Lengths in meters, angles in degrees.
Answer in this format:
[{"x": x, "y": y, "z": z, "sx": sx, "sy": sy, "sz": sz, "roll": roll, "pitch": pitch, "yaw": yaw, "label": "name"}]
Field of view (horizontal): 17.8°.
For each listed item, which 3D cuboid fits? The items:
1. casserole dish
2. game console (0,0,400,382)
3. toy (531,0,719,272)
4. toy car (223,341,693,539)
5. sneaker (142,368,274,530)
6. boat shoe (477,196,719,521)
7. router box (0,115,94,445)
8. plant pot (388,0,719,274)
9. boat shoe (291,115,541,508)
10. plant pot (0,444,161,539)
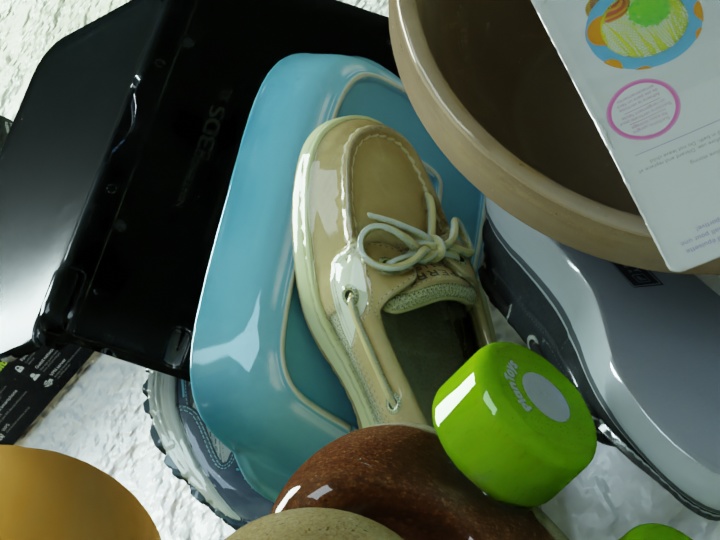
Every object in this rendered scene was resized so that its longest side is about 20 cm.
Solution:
[{"x": 0.000, "y": 0.000, "z": 0.924, "sx": 0.039, "sy": 0.121, "sz": 0.200, "roll": -16, "pitch": 53, "yaw": 47, "label": "casserole dish"}, {"x": -0.084, "y": -0.027, "z": 1.013, "sx": 0.116, "sy": 0.176, "sz": 0.200, "roll": 111, "pitch": 177, "yaw": -59, "label": "game console"}, {"x": 0.119, "y": -0.087, "z": 0.765, "sx": 0.115, "sy": 0.047, "sz": 0.200, "roll": -22, "pitch": 58, "yaw": 0, "label": "toy"}, {"x": 0.000, "y": 0.134, "z": 0.741, "sx": 0.164, "sy": 0.200, "sz": 0.158, "roll": -46, "pitch": 75, "yaw": 27, "label": "toy car"}, {"x": -0.042, "y": 0.028, "z": 0.999, "sx": 0.086, "sy": 0.078, "sz": 0.200, "roll": -36, "pitch": 42, "yaw": 24, "label": "sneaker"}, {"x": 0.098, "y": 0.030, "z": 0.848, "sx": 0.200, "sy": 0.069, "sz": 0.057, "roll": -119, "pitch": 36, "yaw": -49, "label": "boat shoe"}, {"x": -0.220, "y": 0.035, "z": 1.215, "sx": 0.200, "sy": 0.062, "sz": 0.150, "roll": -48, "pitch": 37, "yaw": 16, "label": "router box"}, {"x": 0.105, "y": -0.075, "z": 0.840, "sx": 0.093, "sy": 0.200, "sz": 0.201, "roll": 106, "pitch": 171, "yaw": -61, "label": "plant pot"}, {"x": 0.027, "y": 0.034, "z": 0.868, "sx": 0.063, "sy": 0.073, "sz": 0.201, "roll": -22, "pitch": 74, "yaw": 47, "label": "boat shoe"}, {"x": -0.154, "y": 0.178, "z": 0.951, "sx": 0.200, "sy": 0.200, "sz": 0.183, "roll": -38, "pitch": 25, "yaw": 28, "label": "plant pot"}]
